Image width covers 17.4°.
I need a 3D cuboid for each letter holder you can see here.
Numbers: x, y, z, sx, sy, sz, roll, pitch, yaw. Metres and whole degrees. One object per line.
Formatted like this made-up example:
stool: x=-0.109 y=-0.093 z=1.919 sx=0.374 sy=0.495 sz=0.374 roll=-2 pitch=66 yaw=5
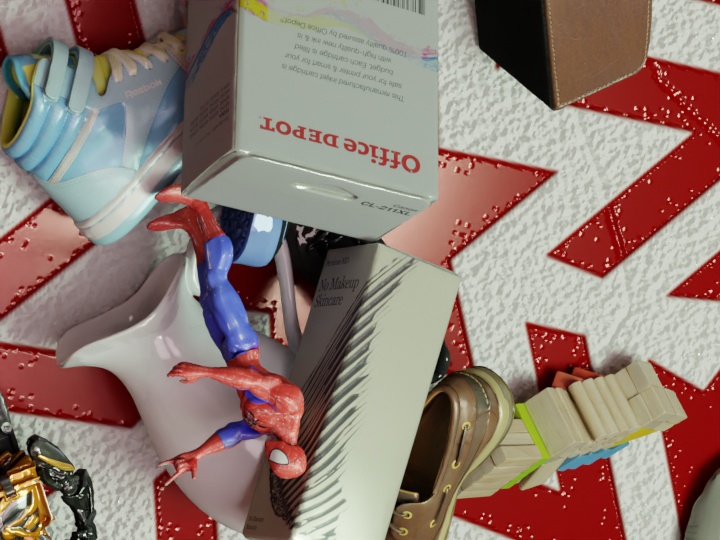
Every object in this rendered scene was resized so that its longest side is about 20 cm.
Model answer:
letter holder: x=0.154 y=-0.235 z=1.575 sx=0.142 sy=0.101 sz=0.200 roll=-24 pitch=130 yaw=-18

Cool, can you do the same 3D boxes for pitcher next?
pitcher: x=-0.077 y=0.069 z=1.580 sx=0.172 sy=0.121 sz=0.200 roll=-44 pitch=106 yaw=-1

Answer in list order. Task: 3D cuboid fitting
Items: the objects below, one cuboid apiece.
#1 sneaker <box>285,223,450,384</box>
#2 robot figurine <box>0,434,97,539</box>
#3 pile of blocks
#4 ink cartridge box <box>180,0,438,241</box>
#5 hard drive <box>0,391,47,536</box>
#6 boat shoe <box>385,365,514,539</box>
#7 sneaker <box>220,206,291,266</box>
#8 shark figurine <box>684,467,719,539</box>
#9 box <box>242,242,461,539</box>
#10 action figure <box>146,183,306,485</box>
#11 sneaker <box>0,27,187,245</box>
sneaker: x=0.000 y=0.000 z=1.609 sx=0.076 sy=0.091 sz=0.200 roll=-45 pitch=114 yaw=-5
robot figurine: x=-0.227 y=0.207 z=1.545 sx=0.145 sy=0.058 sz=0.201 roll=-22 pitch=112 yaw=-18
pile of blocks: x=0.143 y=0.111 z=1.727 sx=0.199 sy=0.082 sz=0.062 roll=-13 pitch=66 yaw=-29
ink cartridge box: x=-0.031 y=-0.134 z=1.479 sx=0.145 sy=0.083 sz=0.201 roll=13 pitch=65 yaw=-27
hard drive: x=-0.283 y=0.175 z=1.566 sx=0.139 sy=0.038 sz=0.201 roll=-22 pitch=111 yaw=-16
boat shoe: x=0.031 y=0.153 z=1.653 sx=0.067 sy=0.072 sz=0.200 roll=1 pitch=124 yaw=-56
sneaker: x=-0.036 y=-0.090 z=1.549 sx=0.078 sy=0.070 sz=0.201 roll=20 pitch=69 yaw=-22
shark figurine: x=0.303 y=0.265 z=1.814 sx=0.128 sy=0.089 sz=0.215 roll=-38 pitch=113 yaw=-8
box: x=-0.006 y=0.087 z=1.512 sx=0.068 sy=0.082 sz=0.201 roll=22 pitch=76 yaw=-24
action figure: x=-0.103 y=0.051 z=1.478 sx=0.099 sy=0.065 sz=0.200 roll=-22 pitch=70 yaw=-20
sneaker: x=-0.152 y=-0.130 z=1.518 sx=0.130 sy=0.080 sz=0.200 roll=39 pitch=81 yaw=-22
